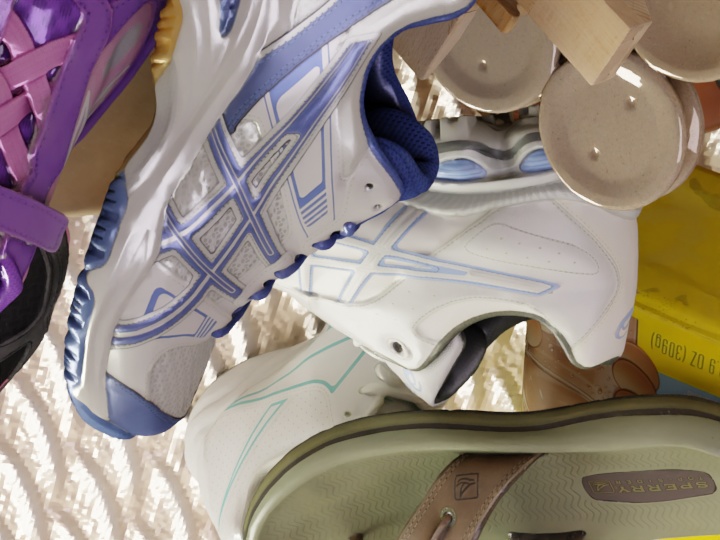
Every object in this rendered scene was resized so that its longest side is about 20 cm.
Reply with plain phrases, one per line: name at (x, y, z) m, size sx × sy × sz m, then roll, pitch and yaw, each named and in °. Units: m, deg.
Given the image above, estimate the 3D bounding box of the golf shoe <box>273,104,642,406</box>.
golf shoe at (0.000, 0.000, 0.802) m, size 0.200 × 0.078 × 0.097 m, roll -5°, pitch 94°, yaw 31°

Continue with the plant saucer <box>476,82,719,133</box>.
plant saucer at (0.115, -0.119, 0.793) m, size 0.200 × 0.038 × 0.200 m, roll -15°, pitch 146°, yaw -11°

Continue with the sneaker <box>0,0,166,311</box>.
sneaker at (-0.107, -0.040, 0.673) m, size 0.080 × 0.089 × 0.200 m, roll 25°, pitch 113°, yaw -23°

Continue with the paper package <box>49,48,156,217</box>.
paper package at (-0.144, -0.120, 0.728) m, size 0.190 × 0.104 × 0.200 m, roll -5°, pitch 124°, yaw -8°

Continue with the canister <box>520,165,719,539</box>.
canister at (0.126, 0.067, 0.872) m, size 0.148 × 0.087 × 0.200 m, roll 24°, pitch 138°, yaw 24°

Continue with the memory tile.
memory tile at (0.071, -0.130, 0.688) m, size 0.017 × 0.153 × 0.200 m, roll -25°, pitch 148°, yaw -52°

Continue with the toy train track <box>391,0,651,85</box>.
toy train track at (0.020, -0.136, 0.695) m, size 0.032 × 0.200 × 0.115 m, roll -22°, pitch 155°, yaw -43°

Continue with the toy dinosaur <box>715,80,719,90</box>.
toy dinosaur at (0.153, -0.093, 0.771) m, size 0.102 × 0.077 × 0.200 m, roll 7°, pitch 155°, yaw -14°

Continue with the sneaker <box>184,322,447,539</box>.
sneaker at (0.015, 0.034, 0.878) m, size 0.070 × 0.080 × 0.200 m, roll 33°, pitch 109°, yaw -27°

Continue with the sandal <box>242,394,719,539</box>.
sandal at (0.045, 0.087, 0.808) m, size 0.201 × 0.057 × 0.080 m, roll -12°, pitch 141°, yaw 29°

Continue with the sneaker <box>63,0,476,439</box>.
sneaker at (-0.026, -0.023, 0.694) m, size 0.088 × 0.075 × 0.200 m, roll 20°, pitch 122°, yaw -1°

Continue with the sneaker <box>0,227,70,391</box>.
sneaker at (-0.170, 0.055, 0.840) m, size 0.079 × 0.095 × 0.200 m, roll 33°, pitch 109°, yaw -27°
